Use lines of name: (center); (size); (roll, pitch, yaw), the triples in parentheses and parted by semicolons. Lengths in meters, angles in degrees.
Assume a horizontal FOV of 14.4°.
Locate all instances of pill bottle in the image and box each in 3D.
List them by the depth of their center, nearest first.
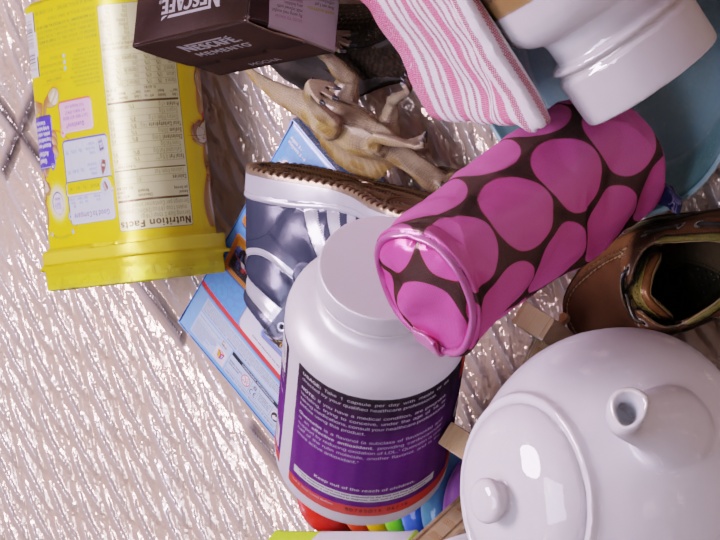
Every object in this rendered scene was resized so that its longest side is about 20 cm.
pill bottle: (0.108, -0.187, 1.590); (0.114, 0.114, 0.200); (-28, 101, 45)
pill bottle: (0.007, 0.059, 1.732); (0.112, 0.112, 0.201); (44, 150, 25)

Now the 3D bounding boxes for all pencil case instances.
pencil case: (0.093, -0.024, 1.620); (0.091, 0.200, 0.094); (33, 135, 28)

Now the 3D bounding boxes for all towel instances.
towel: (0.038, -0.143, 1.660); (0.147, 0.030, 0.200); (55, 171, -12)

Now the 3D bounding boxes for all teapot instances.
teapot: (0.122, 0.129, 1.642); (0.197, 0.145, 0.201); (28, 117, 50)

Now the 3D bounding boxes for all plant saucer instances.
plant saucer: (0.150, -0.131, 1.691); (0.199, 0.036, 0.201); (17, 117, 37)

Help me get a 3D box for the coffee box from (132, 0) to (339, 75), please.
coffee box: (-0.072, -0.234, 1.795); (0.113, 0.080, 0.201); (-8, 73, 44)

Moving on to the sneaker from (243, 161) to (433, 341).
sneaker: (0.000, 0.000, 1.808); (0.199, 0.070, 0.109); (16, 104, 43)

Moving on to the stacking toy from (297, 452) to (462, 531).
stacking toy: (0.034, 0.153, 1.864); (0.199, 0.085, 0.086); (-2, 102, 44)

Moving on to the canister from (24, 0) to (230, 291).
canister: (-0.164, -0.092, 1.954); (0.148, 0.086, 0.201); (-6, 90, 53)

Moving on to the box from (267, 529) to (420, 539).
box: (0.020, 0.226, 1.868); (0.122, 0.048, 0.200); (52, 152, -18)

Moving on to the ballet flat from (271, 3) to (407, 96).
ballet flat: (0.009, -0.149, 1.827); (0.199, 0.046, 0.068); (1, 131, 49)

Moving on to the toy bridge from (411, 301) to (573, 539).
toy bridge: (0.073, 0.112, 1.740); (0.027, 0.067, 0.201); (32, 89, 32)

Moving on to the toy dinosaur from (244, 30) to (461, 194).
toy dinosaur: (-0.015, -0.099, 1.815); (0.199, 0.058, 0.101); (29, 150, 21)

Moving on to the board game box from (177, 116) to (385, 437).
board game box: (-0.031, 0.017, 1.917); (0.151, 0.036, 0.200); (49, 131, 21)

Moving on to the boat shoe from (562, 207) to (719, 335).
boat shoe: (0.181, 0.002, 1.686); (0.200, 0.068, 0.072); (-28, 86, 46)
